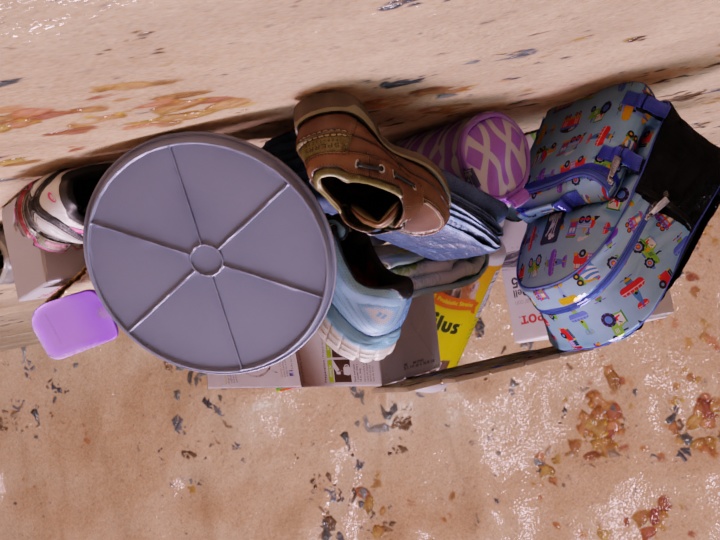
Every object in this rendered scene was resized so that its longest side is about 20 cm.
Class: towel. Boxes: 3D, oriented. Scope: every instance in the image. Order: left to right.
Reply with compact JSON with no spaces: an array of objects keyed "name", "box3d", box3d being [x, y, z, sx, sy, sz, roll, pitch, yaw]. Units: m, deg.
[{"name":"towel","box3d":[0.000,0.000,1.686,0.170,0.049,0.199,-2,-176,33]},{"name":"towel","box3d":[0.018,-0.060,1.510,0.199,0.049,0.111,24,158,-34]}]

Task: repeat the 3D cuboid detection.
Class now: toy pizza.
[{"name":"toy pizza","box3d":[-0.113,-0.014,1.409,0.198,0.202,0.032,-11,-158,17]}]

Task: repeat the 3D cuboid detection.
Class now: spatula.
[{"name":"spatula","box3d":[-0.169,0.010,1.485,0.199,0.057,0.021,-29,-144,-6]}]

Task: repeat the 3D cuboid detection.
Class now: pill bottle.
[{"name":"pill bottle","box3d":[0.073,0.011,1.823,0.108,0.201,0.109,21,-164,-6]}]

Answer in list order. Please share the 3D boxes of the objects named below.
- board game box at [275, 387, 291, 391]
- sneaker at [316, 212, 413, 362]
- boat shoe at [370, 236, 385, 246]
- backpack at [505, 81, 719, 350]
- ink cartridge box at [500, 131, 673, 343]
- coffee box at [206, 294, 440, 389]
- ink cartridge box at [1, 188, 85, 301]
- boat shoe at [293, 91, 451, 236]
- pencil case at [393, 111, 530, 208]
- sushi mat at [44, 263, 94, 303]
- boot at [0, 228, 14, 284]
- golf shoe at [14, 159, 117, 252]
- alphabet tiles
[{"name":"board game box","box3d":[-0.052,0.017,1.929,0.101,0.202,0.048,-12,176,29]},{"name":"sneaker","box3d":[-0.032,-0.026,1.444,0.078,0.200,0.090,-34,162,-53]},{"name":"boat shoe","box3d":[0.006,-0.066,1.854,0.068,0.074,0.199,2,-162,45]},{"name":"backpack","box3d":[0.203,-0.038,1.584,0.134,0.201,0.182,36,160,-21]},{"name":"ink cartridge box","box3d":[0.212,-0.039,1.824,0.145,0.202,0.084,-14,175,43]},{"name":"coffee box","box3d":[-0.039,0.064,1.750,0.198,0.081,0.113,-4,-176,31]},{"name":"ink cartridge box","box3d":[-0.195,-0.034,1.598,0.198,0.085,0.145,-9,176,-21]},{"name":"boat shoe","box3d":[0.008,-0.058,1.376,0.071,0.069,0.200,-19,151,25]},{"name":"pencil case","box3d":[0.069,-0.082,1.628,0.084,0.086,0.199,-41,-164,-30]},{"name":"sushi mat","box3d":[-0.156,0.007,1.550,0.199,0.012,0.096,-2,156,-37]},{"name":"boot","box3d":[-0.255,-0.029,1.776,0.199,0.073,0.181,0,169,-37]},{"name":"golf shoe","box3d":[-0.169,-0.052,1.474,0.199,0.073,0.092,-8,175,-34]},{"name":"alphabet tiles","box3d":[0.117,0.086,1.659,0.198,0.006,0.166,-12,180,-17]}]
